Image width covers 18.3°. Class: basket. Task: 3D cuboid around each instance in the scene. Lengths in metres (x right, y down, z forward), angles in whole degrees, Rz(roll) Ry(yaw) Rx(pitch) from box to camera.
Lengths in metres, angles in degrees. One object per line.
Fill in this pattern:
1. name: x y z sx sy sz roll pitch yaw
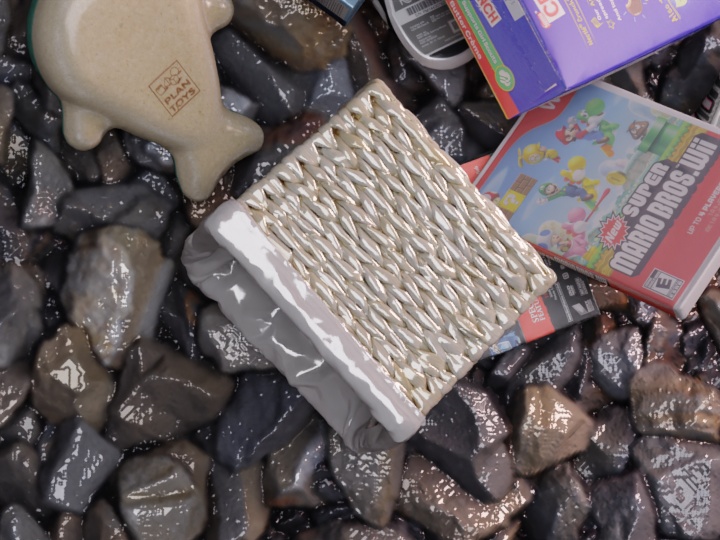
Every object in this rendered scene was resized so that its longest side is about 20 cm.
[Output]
1. basket: 0.000 0.000 1.544 0.161 0.198 0.200 -44 91 -12

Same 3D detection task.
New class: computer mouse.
1. computer mouse: 0.025 -0.236 1.672 0.109 0.044 0.201 -24 83 -14

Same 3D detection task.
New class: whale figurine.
1. whale figurine: -0.158 -0.147 1.622 0.159 0.104 0.200 -45 117 -10

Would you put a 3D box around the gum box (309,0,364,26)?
1. gum box: -0.022 -0.309 1.633 0.169 0.045 0.201 36 74 0

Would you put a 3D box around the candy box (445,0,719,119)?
1. candy box: 0.153 -0.222 1.629 0.199 0.077 0.170 -26 89 -40

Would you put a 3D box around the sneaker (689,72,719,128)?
1. sneaker: 0.257 -0.094 1.675 0.074 0.087 0.201 48 56 -34

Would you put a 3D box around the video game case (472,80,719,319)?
1. video game case: 0.186 -0.060 1.612 0.199 0.017 0.143 26 71 33

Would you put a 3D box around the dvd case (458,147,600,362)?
1. dvd case: 0.063 0.001 1.666 0.198 0.022 0.147 -21 88 -10
